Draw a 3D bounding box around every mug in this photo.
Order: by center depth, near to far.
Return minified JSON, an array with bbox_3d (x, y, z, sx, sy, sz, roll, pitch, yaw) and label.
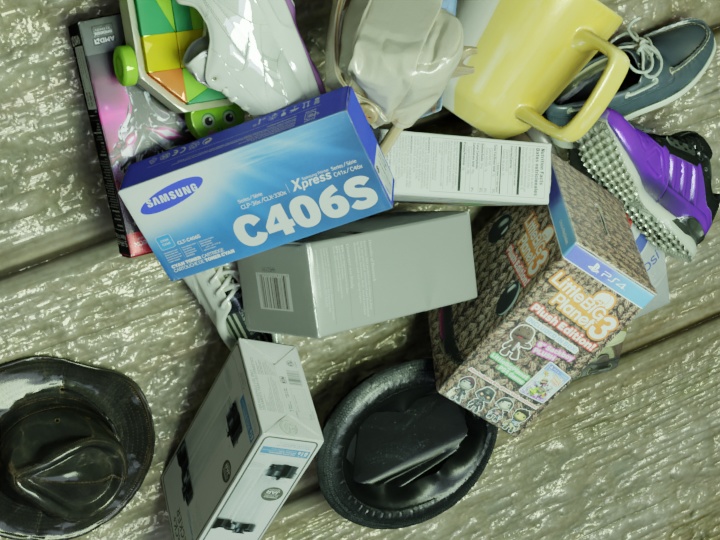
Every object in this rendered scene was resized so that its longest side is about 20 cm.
[{"bbox_3d":[0.138,-0.200,1.229,0.149,0.187,0.154,30,104,-15],"label":"mug"}]

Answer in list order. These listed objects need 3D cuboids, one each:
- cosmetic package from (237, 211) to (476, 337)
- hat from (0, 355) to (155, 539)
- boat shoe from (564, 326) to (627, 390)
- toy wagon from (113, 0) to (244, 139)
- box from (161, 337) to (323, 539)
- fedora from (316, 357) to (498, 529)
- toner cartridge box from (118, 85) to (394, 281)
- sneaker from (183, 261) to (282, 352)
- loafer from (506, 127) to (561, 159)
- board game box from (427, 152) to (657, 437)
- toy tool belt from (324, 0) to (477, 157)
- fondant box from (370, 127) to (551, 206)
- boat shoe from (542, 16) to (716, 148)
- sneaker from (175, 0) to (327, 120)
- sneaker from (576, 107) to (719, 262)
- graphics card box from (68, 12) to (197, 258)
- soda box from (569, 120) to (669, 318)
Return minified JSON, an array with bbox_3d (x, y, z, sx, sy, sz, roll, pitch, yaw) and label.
[{"bbox_3d":[0.000,0.000,1.219,0.199,0.106,0.091,-16,102,-42],"label":"cosmetic package"},{"bbox_3d":[-0.271,0.177,1.222,0.199,0.081,0.203,-9,114,-22],"label":"hat"},{"bbox_3d":[0.196,0.099,1.425,0.198,0.073,0.066,-13,109,-21],"label":"boat shoe"},{"bbox_3d":[-0.126,-0.188,1.114,0.154,0.039,0.202,-13,99,-25],"label":"toy wagon"},{"bbox_3d":[-0.112,0.173,1.238,0.060,0.117,0.201,10,130,-28],"label":"box"},{"bbox_3d":[0.036,0.159,1.358,0.199,0.092,0.203,-9,113,-23],"label":"fedora"},{"bbox_3d":[-0.081,-0.066,1.080,0.198,0.043,0.095,-18,121,16],"label":"toner cartridge box"},{"bbox_3d":[-0.121,0.004,1.234,0.073,0.071,0.201,-36,119,-9],"label":"sneaker"},{"bbox_3d":[0.182,-0.059,1.367,0.071,0.073,0.201,-30,115,0],"label":"loafer"},{"bbox_3d":[0.162,0.022,1.280,0.096,0.160,0.200,30,117,-21],"label":"board game box"},{"bbox_3d":[0.037,-0.196,1.124,0.124,0.201,0.123,12,147,5],"label":"toy tool belt"},{"bbox_3d":[0.052,-0.091,1.236,0.198,0.144,0.059,3,90,-26],"label":"fondant box"},{"bbox_3d":[0.265,-0.196,1.344,0.199,0.075,0.062,-28,142,-5],"label":"boat shoe"},{"bbox_3d":[-0.083,-0.155,1.088,0.099,0.075,0.201,-24,115,-3],"label":"sneaker"},{"bbox_3d":[0.287,-0.106,1.321,0.100,0.069,0.200,-50,124,-9],"label":"sneaker"},{"bbox_3d":[-0.162,-0.122,1.154,0.124,0.051,0.202,-14,99,-20],"label":"graphics card box"},{"bbox_3d":[0.266,-0.052,1.405,0.063,0.068,0.202,-20,117,-17],"label":"soda box"}]
